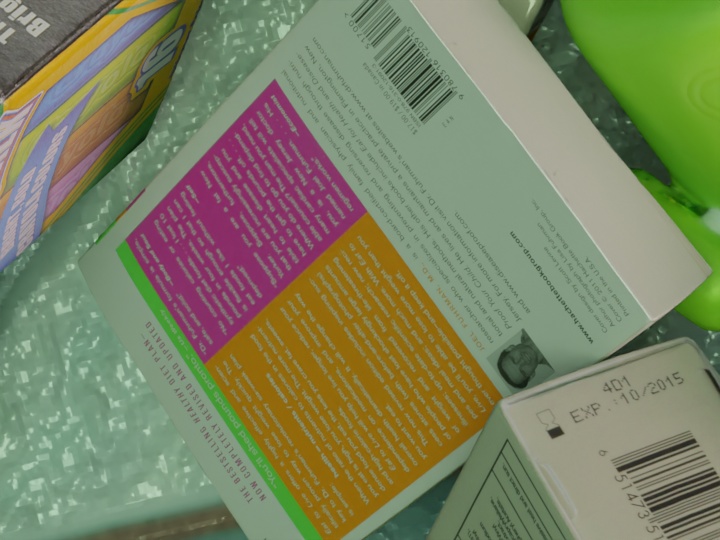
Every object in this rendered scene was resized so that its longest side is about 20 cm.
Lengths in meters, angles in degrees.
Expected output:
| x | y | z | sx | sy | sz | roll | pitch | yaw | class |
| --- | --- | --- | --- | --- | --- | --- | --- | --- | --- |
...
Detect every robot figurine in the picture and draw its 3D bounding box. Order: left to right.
| x | y | z | sx | sy | sz | roll | pitch | yaw | class |
| --- | --- | --- | --- | --- | --- | --- | --- | --- | --- |
| 0.137 | -0.065 | 0.853 | 0.176 | 0.116 | 0.200 | -49 | 122 | -13 | robot figurine |

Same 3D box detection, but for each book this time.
| x | y | z | sx | sy | sz | roll | pitch | yaw | class |
| --- | --- | --- | --- | --- | --- | --- | --- | --- | --- |
| 0.000 | 0.000 | 0.885 | 0.134 | 0.048 | 0.200 | 53 | 139 | 3 | book |

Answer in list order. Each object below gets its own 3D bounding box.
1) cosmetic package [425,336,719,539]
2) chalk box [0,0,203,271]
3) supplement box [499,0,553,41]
| x | y | z | sx | sy | sz | roll | pitch | yaw | class |
| --- | --- | --- | --- | --- | --- | --- | --- | --- | --- |
| 0.064 | 0.122 | 0.863 | 0.071 | 0.200 | 0.105 | -17 | 62 | -27 | cosmetic package |
| -0.151 | -0.058 | 0.853 | 0.124 | 0.200 | 0.124 | 38 | 140 | 8 | chalk box |
| 0.039 | -0.180 | 0.894 | 0.126 | 0.074 | 0.200 | 27 | 101 | 4 | supplement box |
